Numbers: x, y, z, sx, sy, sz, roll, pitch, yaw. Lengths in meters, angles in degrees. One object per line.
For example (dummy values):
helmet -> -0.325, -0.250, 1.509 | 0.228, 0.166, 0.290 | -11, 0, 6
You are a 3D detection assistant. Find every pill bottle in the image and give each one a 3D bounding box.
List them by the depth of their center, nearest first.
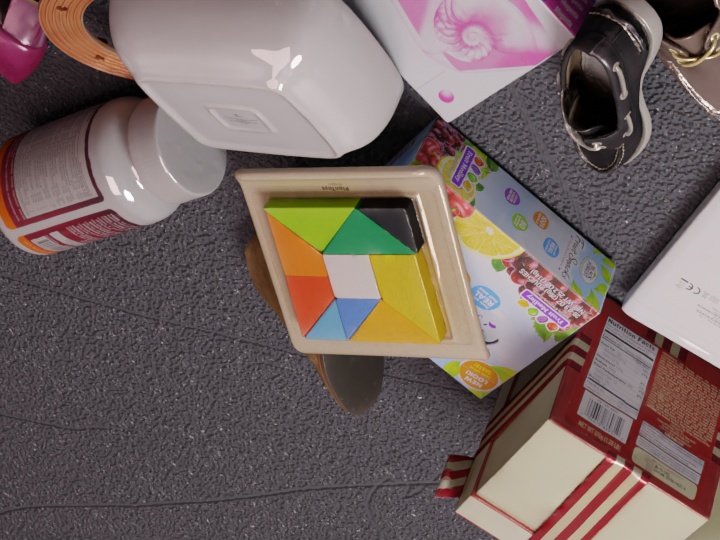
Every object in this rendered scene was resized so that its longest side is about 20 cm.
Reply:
pill bottle -> -0.217, -0.086, 1.500 | 0.198, 0.110, 0.110 | -14, 123, 34

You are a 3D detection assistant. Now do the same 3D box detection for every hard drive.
hard drive -> 0.311, -0.001, 1.389 | 0.131, 0.027, 0.201 | 30, 137, -2

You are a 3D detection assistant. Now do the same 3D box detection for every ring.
ring -> -0.152, -0.198, 1.373 | 0.198, 0.019, 0.201 | 1, 161, 0

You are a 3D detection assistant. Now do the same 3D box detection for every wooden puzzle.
wooden puzzle -> 0.000, 0.000, 1.434 | 0.183, 0.037, 0.201 | 1, 128, 28

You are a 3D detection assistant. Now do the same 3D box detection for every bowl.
bowl -> -0.084, -0.147, 1.323 | 0.198, 0.075, 0.200 | 8, 163, 23

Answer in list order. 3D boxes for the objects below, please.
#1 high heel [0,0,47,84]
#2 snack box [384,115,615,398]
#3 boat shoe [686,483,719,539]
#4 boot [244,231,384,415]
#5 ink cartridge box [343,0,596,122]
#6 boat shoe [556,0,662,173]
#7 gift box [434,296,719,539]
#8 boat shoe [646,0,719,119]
high heel -> -0.352, -0.230, 1.457 | 0.199, 0.068, 0.096 | 30, 126, -8
snack box -> 0.083, -0.006, 1.462 | 0.200, 0.068, 0.168 | 40, 135, -11
boat shoe -> 0.320, 0.240, 1.581 | 0.066, 0.075, 0.199 | 21, 135, -38
boot -> -0.040, 0.042, 1.577 | 0.075, 0.074, 0.201 | 8, 132, 45
ink cartridge box -> 0.069, -0.226, 1.285 | 0.196, 0.043, 0.199 | 44, 135, -16
boat shoe -> 0.175, -0.123, 1.277 | 0.074, 0.060, 0.200 | 36, 159, 15
gift box -> 0.186, 0.162, 1.480 | 0.184, 0.201, 0.187 | 35, 137, -2
boat shoe -> 0.229, -0.181, 1.234 | 0.071, 0.060, 0.201 | -14, 124, 26
